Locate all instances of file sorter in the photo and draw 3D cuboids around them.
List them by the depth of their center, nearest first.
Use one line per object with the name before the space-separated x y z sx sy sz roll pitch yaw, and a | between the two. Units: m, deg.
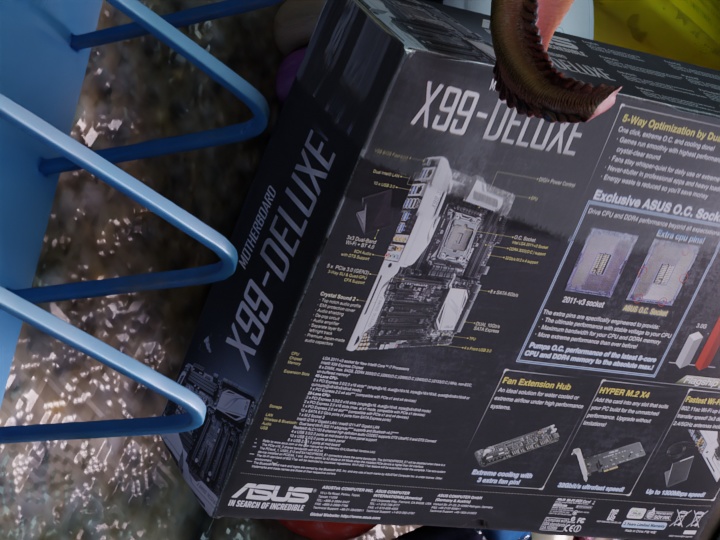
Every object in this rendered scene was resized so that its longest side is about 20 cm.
file sorter | -0.103 -0.062 0.553 0.139 0.122 0.201 33 60 -45

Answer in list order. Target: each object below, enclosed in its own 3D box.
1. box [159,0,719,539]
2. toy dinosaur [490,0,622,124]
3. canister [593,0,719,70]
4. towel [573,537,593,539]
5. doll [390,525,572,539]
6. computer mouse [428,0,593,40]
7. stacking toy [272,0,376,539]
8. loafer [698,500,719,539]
box | 0.054 0.007 0.607 0.199 0.050 0.158 7 117 -32
toy dinosaur | 0.060 -0.122 0.582 0.181 0.105 0.201 -9 72 -42
canister | 0.091 -0.153 0.741 0.148 0.086 0.201 32 46 -41
towel | 0.134 0.013 0.860 0.146 0.030 0.201 -38 144 -49
doll | 0.018 0.118 0.706 0.048 0.137 0.199 45 36 23
computer mouse | 0.029 -0.021 0.633 0.109 0.044 0.201 6 113 -25
stacking toy | 0.000 0.000 0.718 0.085 0.085 0.201 18 74 -50
loafer | 0.149 0.058 0.842 0.063 0.201 0.072 18 30 -9
